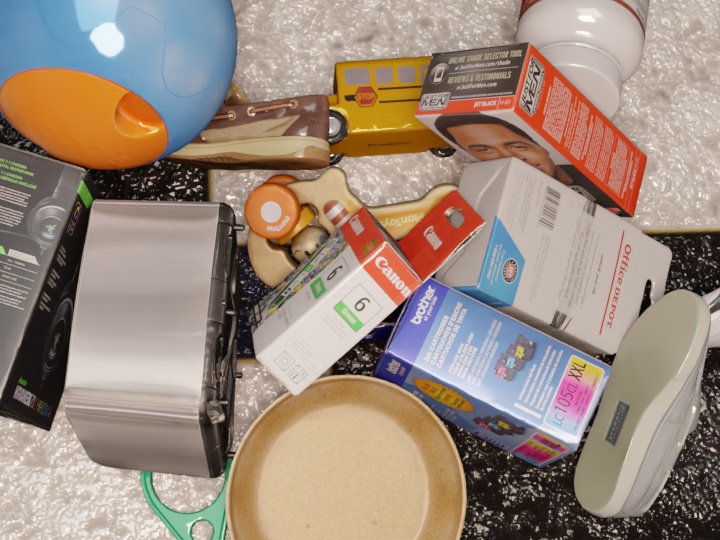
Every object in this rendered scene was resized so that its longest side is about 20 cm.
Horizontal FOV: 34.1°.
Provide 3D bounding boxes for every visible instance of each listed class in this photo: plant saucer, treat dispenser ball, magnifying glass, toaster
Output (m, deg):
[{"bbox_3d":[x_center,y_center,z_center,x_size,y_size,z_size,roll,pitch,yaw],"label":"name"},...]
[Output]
[{"bbox_3d":[-0.012,0.187,0.968,0.198,0.035,0.202,0,87,-9],"label":"plant saucer"},{"bbox_3d":[-0.195,-0.179,0.907,0.199,0.201,0.203,1,76,-3],"label":"treat dispenser ball"},{"bbox_3d":[-0.129,0.225,0.977,0.079,0.022,0.202,-15,76,-7],"label":"magnifying glass"},{"bbox_3d":[-0.152,0.054,0.917,0.117,0.200,0.183,3,67,-3],"label":"toaster"}]

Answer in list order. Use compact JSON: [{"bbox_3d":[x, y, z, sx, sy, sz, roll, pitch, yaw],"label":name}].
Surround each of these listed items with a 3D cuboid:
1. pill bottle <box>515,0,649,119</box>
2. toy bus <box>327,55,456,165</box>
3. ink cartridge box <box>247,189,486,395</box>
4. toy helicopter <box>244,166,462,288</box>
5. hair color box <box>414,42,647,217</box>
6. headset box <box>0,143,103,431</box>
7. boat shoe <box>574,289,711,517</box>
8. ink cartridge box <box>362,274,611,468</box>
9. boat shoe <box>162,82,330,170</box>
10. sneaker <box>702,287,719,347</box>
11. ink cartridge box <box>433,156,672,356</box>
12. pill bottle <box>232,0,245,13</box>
[{"bbox_3d":[0.196,-0.228,1.031,0.111,0.112,0.201,15,60,1],"label":"pill bottle"},{"bbox_3d":[0.037,-0.145,1.050,0.198,0.065,0.079,-4,76,-4],"label":"toy bus"},{"bbox_3d":[0.000,0.000,0.935,0.200,0.109,0.050,-42,109,5],"label":"ink cartridge box"},{"bbox_3d":[0.002,-0.027,1.011,0.198,0.079,0.134,-11,100,6],"label":"toy helicopter"},{"bbox_3d":[0.145,-0.110,0.972,0.101,0.199,0.062,3,70,43],"label":"hair color box"},{"bbox_3d":[-0.274,0.011,0.941,0.092,0.174,0.202,16,75,2],"label":"headset box"},{"bbox_3d":[0.246,0.114,0.979,0.071,0.070,0.202,16,101,-33],"label":"boat shoe"},{"bbox_3d":[0.087,0.079,0.962,0.199,0.137,0.077,28,74,4],"label":"ink cartridge box"},{"bbox_3d":[-0.115,-0.126,1.007,0.198,0.072,0.073,3,87,27],"label":"boat shoe"},{"bbox_3d":[0.360,0.059,1.012,0.198,0.075,0.116,-21,76,-12],"label":"sneaker"},{"bbox_3d":[0.166,-0.001,0.996,0.199,0.068,0.117,25,74,-30],"label":"ink cartridge box"},{"bbox_3d":[-0.191,-0.313,1.055,0.110,0.111,0.201,-30,80,-9],"label":"pill bottle"}]
